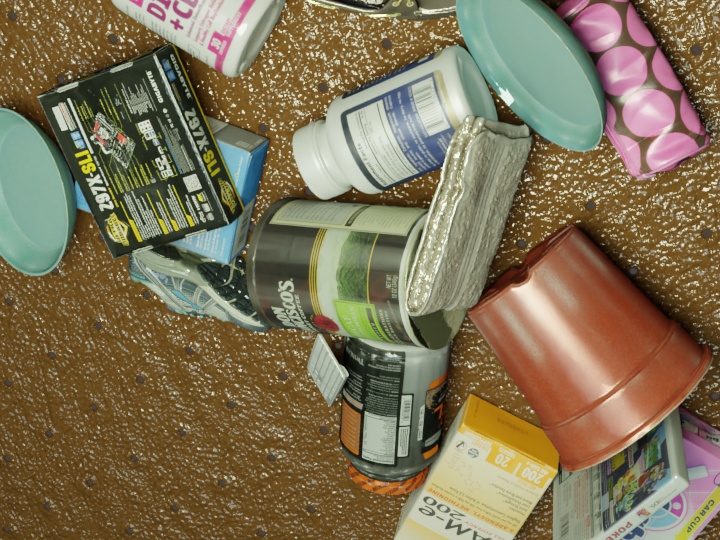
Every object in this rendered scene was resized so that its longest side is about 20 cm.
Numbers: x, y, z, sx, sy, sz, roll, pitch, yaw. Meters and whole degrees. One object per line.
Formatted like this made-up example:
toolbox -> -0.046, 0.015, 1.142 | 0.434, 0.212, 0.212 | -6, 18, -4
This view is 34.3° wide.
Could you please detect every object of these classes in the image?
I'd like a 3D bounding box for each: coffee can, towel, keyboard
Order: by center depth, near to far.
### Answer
towel -> 0.109, -0.052, 1.146 | 0.034, 0.132, 0.201 | 23, 104, 29
coffee can -> 0.000, 0.000, 1.242 | 0.199, 0.146, 0.147 | 6, 117, 32
keyboard -> -0.040, 0.116, 1.327 | 0.011, 0.200, 0.056 | -34, 81, -14

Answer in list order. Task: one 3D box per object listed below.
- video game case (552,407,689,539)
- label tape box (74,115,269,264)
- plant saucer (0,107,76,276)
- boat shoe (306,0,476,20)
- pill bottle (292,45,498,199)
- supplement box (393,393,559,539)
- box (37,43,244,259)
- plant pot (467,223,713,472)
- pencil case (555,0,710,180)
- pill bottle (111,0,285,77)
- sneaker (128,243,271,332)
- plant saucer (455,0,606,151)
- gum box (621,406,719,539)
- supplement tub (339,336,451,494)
video game case -> 0.277, 0.216, 1.264 | 0.023, 0.200, 0.182 | 37, 119, -11
label tape box -> -0.217, -0.111, 1.328 | 0.199, 0.063, 0.145 | 21, 118, 9
plant saucer -> -0.391, -0.094, 1.367 | 0.199, 0.036, 0.201 | 18, 118, 37
boat shoe -> 0.028, -0.289, 1.178 | 0.199, 0.060, 0.072 | 10, 116, 11
pill bottle -> 0.034, -0.146, 1.215 | 0.199, 0.111, 0.111 | -20, 108, 23
supplement box -> 0.138, 0.265, 1.396 | 0.126, 0.074, 0.201 | 26, 119, 0
box -> -0.236, -0.125, 1.263 | 0.159, 0.049, 0.201 | -14, 108, 26
plant pot -> 0.228, 0.071, 1.226 | 0.201, 0.201, 0.195 | -39, 91, 27
pencil case -> 0.258, -0.182, 1.149 | 0.094, 0.091, 0.200 | -39, 100, -13
pill bottle -> -0.187, -0.297, 1.204 | 0.199, 0.113, 0.114 | 31, 119, 0
sneaker -> -0.188, 0.019, 1.386 | 0.200, 0.078, 0.087 | 32, 131, 8
plant saucer -> 0.170, -0.202, 1.127 | 0.027, 0.200, 0.200 | -40, 101, -10
gum box -> 0.344, 0.250, 1.336 | 0.113, 0.066, 0.200 | 30, 118, 2
supplement tub -> 0.038, 0.149, 1.344 | 0.122, 0.123, 0.201 | 9, 117, 11
